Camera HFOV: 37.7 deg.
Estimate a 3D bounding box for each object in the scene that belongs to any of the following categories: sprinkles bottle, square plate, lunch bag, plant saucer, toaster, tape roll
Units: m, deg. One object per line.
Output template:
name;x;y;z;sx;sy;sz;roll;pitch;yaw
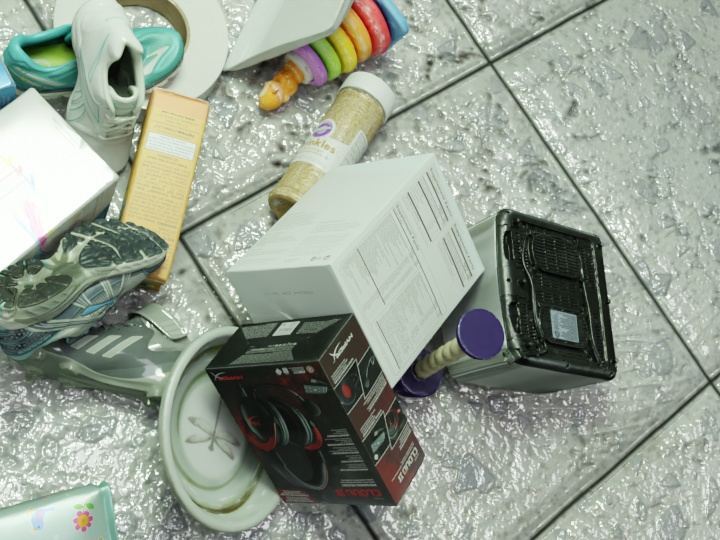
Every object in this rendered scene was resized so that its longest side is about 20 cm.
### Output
sprinkles bottle;-0.031;-0.139;1.225;0.068;0.068;0.201;34;63;-7
square plate;-0.058;-0.320;1.220;0.028;0.199;0.199;40;59;-32
lunch bag;-0.287;0.307;0.936;0.169;0.122;0.202;-11;84;-27
plant saucer;-0.141;0.158;1.057;0.199;0.050;0.202;15;71;-53
toaster;0.186;0.040;1.199;0.199;0.118;0.183;12;65;-37
tape roll;-0.249;-0.267;1.202;0.201;0.037;0.205;7;70;-19

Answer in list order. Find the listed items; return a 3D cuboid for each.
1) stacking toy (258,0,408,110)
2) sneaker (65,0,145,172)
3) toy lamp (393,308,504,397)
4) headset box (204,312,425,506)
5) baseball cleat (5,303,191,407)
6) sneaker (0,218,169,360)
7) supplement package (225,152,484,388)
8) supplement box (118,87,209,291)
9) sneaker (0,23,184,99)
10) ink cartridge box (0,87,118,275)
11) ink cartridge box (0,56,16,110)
stacking toy;-0.050;-0.261;1.256;0.200;0.116;0.110;-44;98;-14
sneaker;-0.257;-0.171;1.077;0.070;0.201;0.080;-19;51;-29
toy lamp;0.083;0.094;1.111;0.058;0.200;0.059;6;70;-17
headset box;-0.038;0.147;1.034;0.075;0.148;0.201;-52;125;-44
baseball cleat;-0.256;0.075;1.068;0.199;0.070;0.107;22;58;-24
sneaker;-0.269;0.017;1.008;0.077;0.087;0.199;33;40;26
supplement package;0.000;0.000;1.095;0.200;0.151;0.152;-48;121;-38
supplement box;-0.215;-0.085;1.116;0.068;0.066;0.202;13;77;-15
sneaker;-0.278;-0.225;1.112;0.198;0.080;0.078;-14;77;-25
ink cartridge box;-0.357;-0.052;1.032;0.125;0.129;0.200;45;63;-1
ink cartridge box;-0.447;-0.150;1.021;0.199;0.145;0.085;-26;82;-27
